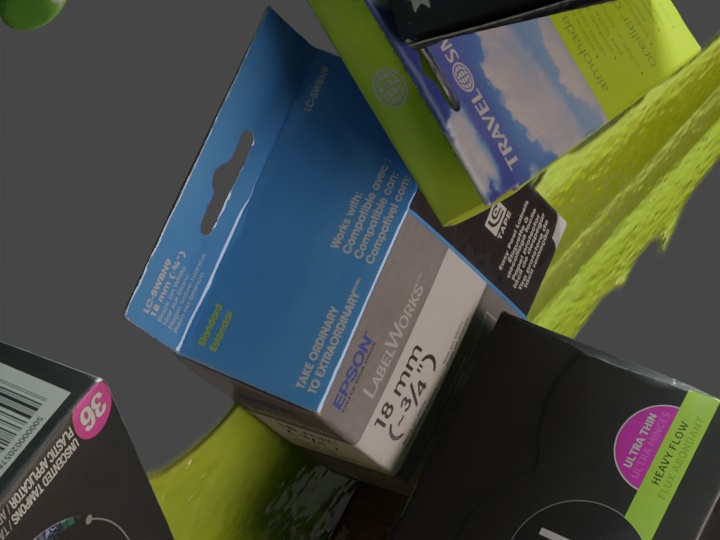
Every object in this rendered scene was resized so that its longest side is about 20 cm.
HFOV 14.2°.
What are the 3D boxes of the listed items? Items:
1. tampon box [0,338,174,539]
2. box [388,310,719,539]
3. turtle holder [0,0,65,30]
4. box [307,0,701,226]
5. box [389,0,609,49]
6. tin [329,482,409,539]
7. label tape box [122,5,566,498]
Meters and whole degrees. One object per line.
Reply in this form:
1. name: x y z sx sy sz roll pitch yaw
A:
1. tampon box: -0.149 0.132 0.994 0.150 0.126 0.200 -52 144 -28
2. box: 0.099 0.136 1.282 0.149 0.124 0.200 -63 159 -17
3. turtle holder: -0.123 -0.147 0.883 0.186 0.141 0.132 57 41 -41
4. box: 0.055 -0.102 1.187 0.122 0.048 0.200 58 38 -3
5. box: 0.089 -0.206 1.127 0.196 0.124 0.201 -19 94 -51
6. tin: 0.008 0.168 1.341 0.200 0.042 0.112 -62 151 -16
7. label tape box: 0.000 0.000 1.217 0.200 0.063 0.145 40 71 -57
